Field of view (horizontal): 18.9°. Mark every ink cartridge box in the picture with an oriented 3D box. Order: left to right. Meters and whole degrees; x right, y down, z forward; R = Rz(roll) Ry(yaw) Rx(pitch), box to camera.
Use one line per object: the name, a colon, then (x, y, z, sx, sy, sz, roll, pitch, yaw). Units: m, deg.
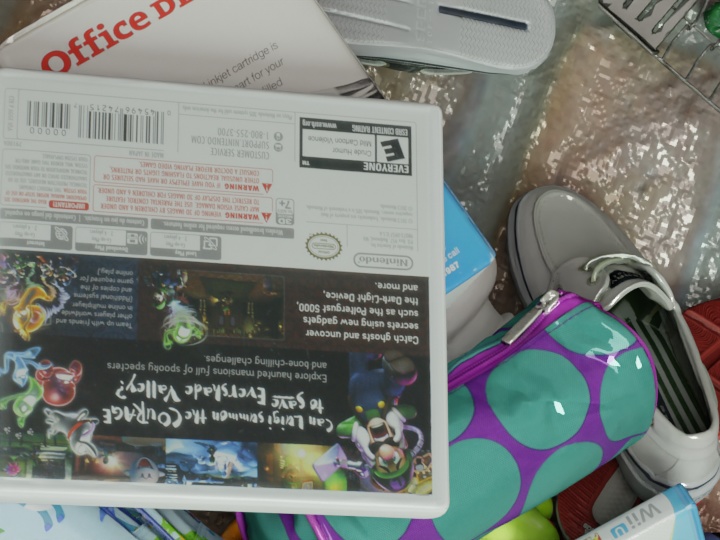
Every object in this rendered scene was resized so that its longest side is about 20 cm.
ink cartridge box: (-0.058, -0.039, 0.989, 0.146, 0.086, 0.201, -32, 82, -21)

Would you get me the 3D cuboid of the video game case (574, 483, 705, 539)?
video game case: (0.084, 0.193, 1.066, 0.199, 0.144, 0.018, -28, 50, -4)

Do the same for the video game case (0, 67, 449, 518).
video game case: (-0.060, 0.010, 0.917, 0.198, 0.023, 0.184, 4, 73, -14)

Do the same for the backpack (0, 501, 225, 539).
backpack: (-0.157, 0.129, 0.943, 0.163, 0.154, 0.200, -43, 82, 3)

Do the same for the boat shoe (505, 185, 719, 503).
boat shoe: (0.137, 0.022, 1.108, 0.073, 0.067, 0.201, -16, 56, -19)

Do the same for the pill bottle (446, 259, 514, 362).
pill bottle: (0.000, 0.000, 1.113, 0.120, 0.120, 0.200, -43, 95, -4)

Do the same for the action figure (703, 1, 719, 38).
action figure: (0.283, -0.113, 1.176, 0.198, 0.055, 0.119, 17, 90, 1)

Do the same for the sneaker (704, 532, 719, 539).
sneaker: (0.265, 0.184, 1.172, 0.199, 0.070, 0.078, 34, 84, -13)

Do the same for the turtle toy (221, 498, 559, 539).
turtle toy: (0.008, 0.162, 1.099, 0.198, 0.102, 0.146, -16, 137, 23)

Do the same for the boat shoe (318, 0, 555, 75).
boat shoe: (0.002, -0.133, 1.120, 0.198, 0.071, 0.073, 16, 75, -21)

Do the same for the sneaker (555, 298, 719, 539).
sneaker: (0.158, 0.105, 1.164, 0.078, 0.116, 0.200, 37, 56, 19)

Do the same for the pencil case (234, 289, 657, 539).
pencil case: (0.040, 0.083, 1.012, 0.199, 0.085, 0.093, -29, 115, -25)

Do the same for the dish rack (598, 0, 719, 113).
dish rack: (0.230, -0.137, 1.131, 0.200, 0.055, 0.154, 41, 89, 6)
